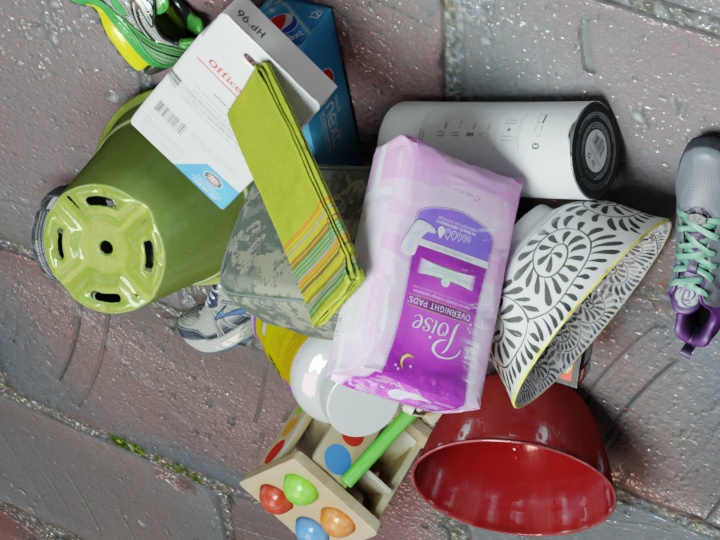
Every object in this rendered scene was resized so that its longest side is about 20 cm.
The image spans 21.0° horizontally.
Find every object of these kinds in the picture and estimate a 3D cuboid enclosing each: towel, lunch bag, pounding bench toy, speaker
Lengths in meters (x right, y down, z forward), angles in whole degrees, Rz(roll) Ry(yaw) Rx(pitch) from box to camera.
[{"bbox_3d":[-0.056,-0.059,1.534,0.086,0.018,0.201,-48,60,51],"label":"towel"},{"bbox_3d":[0.000,0.000,1.683,0.199,0.140,0.167,4,156,45],"label":"lunch bag"},{"bbox_3d":[-0.010,0.198,2.044,0.124,0.156,0.200,42,146,-13],"label":"pounding bench toy"},{"bbox_3d":[0.112,-0.102,1.627,0.199,0.081,0.082,3,136,37],"label":"speaker"}]

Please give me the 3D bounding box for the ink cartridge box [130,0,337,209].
[{"bbox_3d":[-0.100,-0.149,1.635,0.116,0.068,0.200,43,144,-6],"label":"ink cartridge box"}]

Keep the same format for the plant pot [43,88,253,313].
[{"bbox_3d":[-0.199,-0.050,1.796,0.198,0.190,0.202,7,111,18],"label":"plant pot"}]

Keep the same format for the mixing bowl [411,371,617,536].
[{"bbox_3d":[0.155,0.166,1.883,0.198,0.109,0.201,8,149,5],"label":"mixing bowl"}]

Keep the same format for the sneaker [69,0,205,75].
[{"bbox_3d":[-0.210,-0.263,1.720,0.085,0.078,0.200,-13,134,40],"label":"sneaker"}]

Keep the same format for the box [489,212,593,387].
[{"bbox_3d":[0.119,0.012,1.752,0.198,0.040,0.138,16,119,21],"label":"box"}]

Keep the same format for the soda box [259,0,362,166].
[{"bbox_3d":[-0.053,-0.144,1.727,0.064,0.068,0.201,19,144,25],"label":"soda box"}]

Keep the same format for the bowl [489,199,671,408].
[{"bbox_3d":[0.159,0.008,1.605,0.094,0.200,0.201,41,149,14],"label":"bowl"}]

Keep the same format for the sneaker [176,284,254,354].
[{"bbox_3d":[-0.124,0.023,2.008,0.199,0.077,0.085,-17,118,39],"label":"sneaker"}]

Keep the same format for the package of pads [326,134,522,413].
[{"bbox_3d":[0.051,0.004,1.537,0.120,0.202,0.076,18,166,-24],"label":"package of pads"}]

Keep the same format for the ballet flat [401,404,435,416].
[{"bbox_3d":[0.063,0.112,1.882,0.068,0.063,0.200,31,176,13],"label":"ballet flat"}]

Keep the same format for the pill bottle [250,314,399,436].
[{"bbox_3d":[-0.030,0.078,1.847,0.105,0.104,0.200,57,177,-32],"label":"pill bottle"}]

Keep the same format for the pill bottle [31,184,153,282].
[{"bbox_3d":[-0.235,-0.031,1.995,0.199,0.107,0.107,6,138,36],"label":"pill bottle"}]

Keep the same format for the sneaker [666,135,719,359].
[{"bbox_3d":[0.285,-0.015,1.581,0.074,0.088,0.201,15,143,26],"label":"sneaker"}]
